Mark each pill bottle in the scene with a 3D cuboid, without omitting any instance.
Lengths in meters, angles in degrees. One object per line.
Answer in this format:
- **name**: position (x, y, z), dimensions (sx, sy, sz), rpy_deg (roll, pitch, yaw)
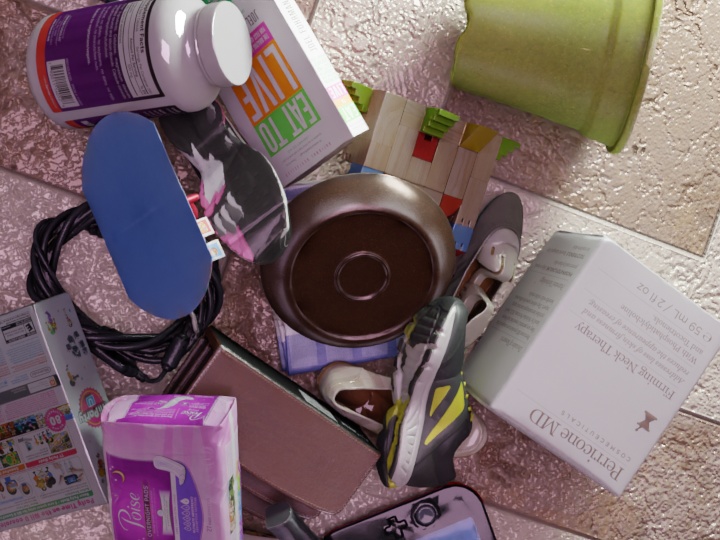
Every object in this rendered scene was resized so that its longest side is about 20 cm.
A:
- **pill bottle**: position (-0.207, -0.200, 1.119), dimensions (0.198, 0.112, 0.113), rpy_deg (-5, 94, 22)

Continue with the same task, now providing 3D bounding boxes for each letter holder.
- **letter holder**: position (-0.106, 0.175, 1.188), dimensions (0.199, 0.101, 0.143), rpy_deg (36, 89, -16)

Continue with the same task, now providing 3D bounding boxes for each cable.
- **cable**: position (-0.238, 0.006, 1.194), dimensions (0.200, 0.051, 0.164), rpy_deg (39, 87, -8)

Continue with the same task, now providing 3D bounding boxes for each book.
- **book**: position (-0.085, -0.195, 1.160), dimensions (0.048, 0.133, 0.201), rpy_deg (-31, 91, -41)

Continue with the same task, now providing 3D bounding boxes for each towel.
- **towel**: position (-0.027, 0.001, 1.241), dimensions (0.146, 0.024, 0.202), rpy_deg (-9, 96, -10)

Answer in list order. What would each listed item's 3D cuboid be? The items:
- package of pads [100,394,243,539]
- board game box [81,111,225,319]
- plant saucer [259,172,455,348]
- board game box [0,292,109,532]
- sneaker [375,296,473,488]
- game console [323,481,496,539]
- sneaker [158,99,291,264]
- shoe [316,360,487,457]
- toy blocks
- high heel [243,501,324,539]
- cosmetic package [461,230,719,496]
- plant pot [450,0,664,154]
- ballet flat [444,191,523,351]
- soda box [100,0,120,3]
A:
- **package of pads**: position (-0.173, 0.216, 1.105), dimensions (0.119, 0.076, 0.202), rpy_deg (1, 109, 8)
- **board game box**: position (-0.193, -0.054, 1.128), dimensions (0.039, 0.158, 0.201), rpy_deg (-22, 87, -41)
- **plant saucer**: position (0.000, 0.000, 1.177), dimensions (0.198, 0.032, 0.202), rpy_deg (-4, 122, -7)
- **board game box**: position (-0.323, 0.140, 1.153), dimensions (0.147, 0.064, 0.201), rpy_deg (-17, 95, 22)
- **sneaker**: position (0.076, 0.124, 1.189), dimensions (0.084, 0.074, 0.201), rpy_deg (14, 99, -24)
- **game console**: position (0.072, 0.342, 1.271), dimensions (0.176, 0.031, 0.201), rpy_deg (-21, 96, -7)
- **sneaker**: position (-0.119, -0.090, 1.160), dimensions (0.080, 0.086, 0.201), rpy_deg (-30, 66, 6)
- **shoe**: position (0.048, 0.153, 1.239), dimensions (0.199, 0.053, 0.070), rpy_deg (22, 93, -16)
- **toy blocks**: position (0.054, -0.095, 1.206), dimensions (0.199, 0.100, 0.138), rpy_deg (16, 93, -31)
- **high heel**: position (-0.127, 0.308, 1.229), dimensions (0.199, 0.072, 0.143), rpy_deg (-16, 133, 18)
- **cosmetic package**: position (0.230, 0.088, 1.213), dimensions (0.167, 0.166, 0.201), rpy_deg (35, 89, -9)
- **plant pot**: position (0.189, -0.233, 1.190), dimensions (0.183, 0.200, 0.202), rpy_deg (11, 91, 2)
- **ballet flat**: position (0.129, 0.014, 1.241), dimensions (0.067, 0.064, 0.201), rpy_deg (31, 89, -36)
- **soda box**: position (-0.209, -0.357, 1.169), dimensions (0.063, 0.068, 0.201), rpy_deg (27, 89, -9)
